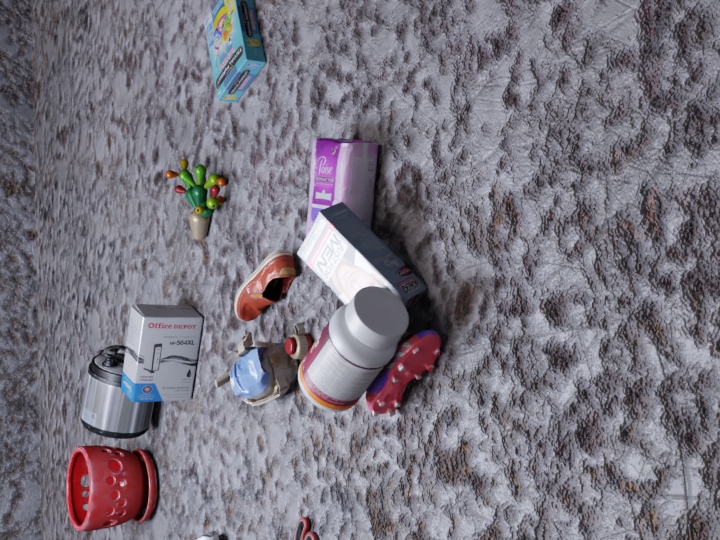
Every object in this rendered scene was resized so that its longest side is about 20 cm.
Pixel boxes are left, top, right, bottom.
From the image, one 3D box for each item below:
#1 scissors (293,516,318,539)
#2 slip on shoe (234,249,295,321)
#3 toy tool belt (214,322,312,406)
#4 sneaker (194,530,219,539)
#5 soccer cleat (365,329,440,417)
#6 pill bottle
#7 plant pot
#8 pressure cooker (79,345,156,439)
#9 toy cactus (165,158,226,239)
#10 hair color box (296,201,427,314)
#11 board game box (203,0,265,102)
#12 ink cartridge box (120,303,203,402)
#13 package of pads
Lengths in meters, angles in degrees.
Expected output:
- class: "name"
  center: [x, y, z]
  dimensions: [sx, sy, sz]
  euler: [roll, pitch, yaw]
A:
- class: "scissors"
  center: [-0.112, 0.548, 1.865]
  dimensions: [0.073, 0.014, 0.202]
  euler: [36, 119, 50]
- class: "slip on shoe"
  center: [-0.183, 0.041, 1.951]
  dimensions: [0.200, 0.074, 0.062]
  euler: [-49, 52, 39]
- class: "toy tool belt"
  center: [-0.184, 0.174, 1.893]
  dimensions: [0.200, 0.122, 0.126]
  euler: [-44, 53, 47]
- class: "sneaker"
  center: [-0.324, 0.634, 2.158]
  dimensions: [0.087, 0.074, 0.201]
  euler: [40, 129, 37]
- class: "soccer cleat"
  center: [0.059, 0.146, 1.568]
  dimensions: [0.201, 0.066, 0.077]
  euler: [-61, 37, 40]
- class: "pill bottle"
  center: [-0.011, 0.118, 1.537]
  dimensions: [0.200, 0.109, 0.110]
  euler: [-56, 44, 42]
- class: "plant pot"
  center: [-0.601, 0.523, 2.482]
  dimensions: [0.200, 0.181, 0.202]
  euler: [-3, 87, 58]
- class: "pressure cooker"
  center: [-0.572, 0.283, 2.448]
  dimensions: [0.179, 0.174, 0.202]
  euler: [-101, 23, -77]
- class: "toy cactus"
  center: [-0.357, -0.148, 2.228]
  dimensions: [0.199, 0.102, 0.166]
  euler: [28, 122, 46]
- class: "hair color box"
  center: [0.000, 0.000, 1.597]
  dimensions: [0.200, 0.060, 0.099]
  euler: [45, 130, 17]
- class: "board game box"
  center: [-0.264, -0.476, 2.123]
  dimensions: [0.151, 0.047, 0.202]
  euler: [-40, 55, 50]
- class: "ink cartridge box"
  center: [-0.444, 0.184, 2.283]
  dimensions: [0.084, 0.145, 0.202]
  euler: [30, 114, 55]
- class: "package of pads"
  center: [-0.033, -0.120, 1.712]
  dimensions: [0.120, 0.075, 0.202]
  euler: [13, 100, 54]
